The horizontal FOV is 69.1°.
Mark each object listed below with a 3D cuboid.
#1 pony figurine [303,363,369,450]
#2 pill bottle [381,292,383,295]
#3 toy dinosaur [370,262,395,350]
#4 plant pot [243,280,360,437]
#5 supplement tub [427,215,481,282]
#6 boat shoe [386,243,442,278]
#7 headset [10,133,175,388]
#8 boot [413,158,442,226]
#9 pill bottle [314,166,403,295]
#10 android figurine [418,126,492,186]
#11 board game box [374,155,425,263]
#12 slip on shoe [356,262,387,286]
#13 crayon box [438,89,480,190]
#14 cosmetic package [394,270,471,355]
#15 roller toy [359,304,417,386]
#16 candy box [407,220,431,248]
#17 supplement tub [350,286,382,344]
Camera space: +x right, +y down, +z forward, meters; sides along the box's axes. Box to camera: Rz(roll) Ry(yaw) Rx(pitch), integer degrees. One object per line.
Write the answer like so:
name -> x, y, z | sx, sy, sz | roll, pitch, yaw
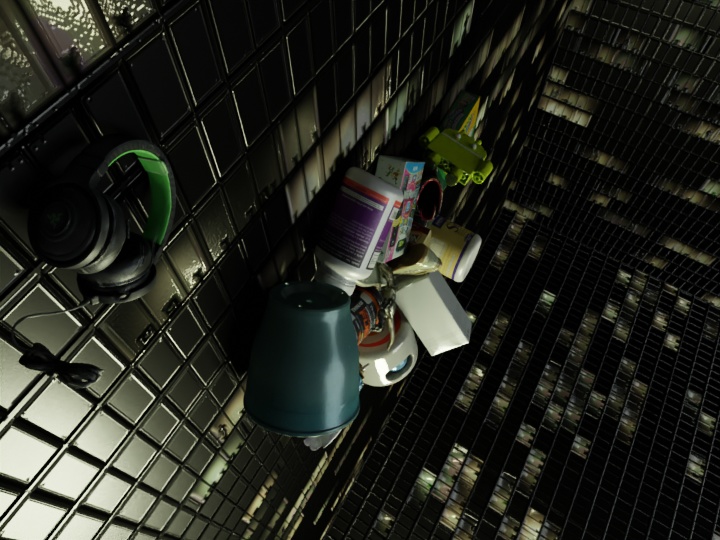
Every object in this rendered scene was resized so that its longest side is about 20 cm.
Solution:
pony figurine -> -0.075, 0.251, 1.110 | 0.191, 0.169, 0.200 | -34, -177, -15
pill bottle -> 0.106, 0.083, 1.507 | 0.110, 0.109, 0.205 | -36, 149, -57
toy dinosaur -> 0.056, 0.088, 1.133 | 0.088, 0.046, 0.207 | -28, 119, -68
plant pot -> -0.089, 0.126, 0.847 | 0.199, 0.195, 0.194 | -29, 128, -62
supplement tub -> 0.235, -0.074, 1.516 | 0.147, 0.196, 0.147 | -54, 162, -26
boat shoe -> 0.113, -0.015, 1.207 | 0.075, 0.062, 0.199 | -66, -160, -10
headset -> -0.201, -0.012, 0.422 | 0.125, 0.091, 0.204 | 84, 25, -62
boot -> 0.149, -0.154, 1.258 | 0.152, 0.071, 0.205 | -88, -168, -66
pill bottle -> -0.010, -0.067, 0.911 | 0.205, 0.110, 0.112 | -66, 163, 9
android figurine -> 0.223, -0.270, 1.216 | 0.200, 0.180, 0.042 | -45, 166, -41
board game box -> 0.068, -0.131, 1.092 | 0.147, 0.063, 0.206 | -25, 129, -66
slip on shoe -> 0.000, 0.000, 1.134 | 0.199, 0.059, 0.077 | 17, 73, -63
crayon box -> 0.244, -0.340, 1.393 | 0.203, 0.057, 0.174 | -58, 163, -21
cosmetic package -> 0.170, 0.091, 1.244 | 0.111, 0.203, 0.082 | -23, -160, 29
roller toy -> 0.047, 0.183, 1.301 | 0.185, 0.194, 0.142 | -74, 152, -45
candy box -> 0.115, -0.060, 1.308 | 0.056, 0.113, 0.201 | -56, 162, -16
supplement tub -> -0.021, 0.103, 1.144 | 0.200, 0.105, 0.109 | -41, 153, -54
